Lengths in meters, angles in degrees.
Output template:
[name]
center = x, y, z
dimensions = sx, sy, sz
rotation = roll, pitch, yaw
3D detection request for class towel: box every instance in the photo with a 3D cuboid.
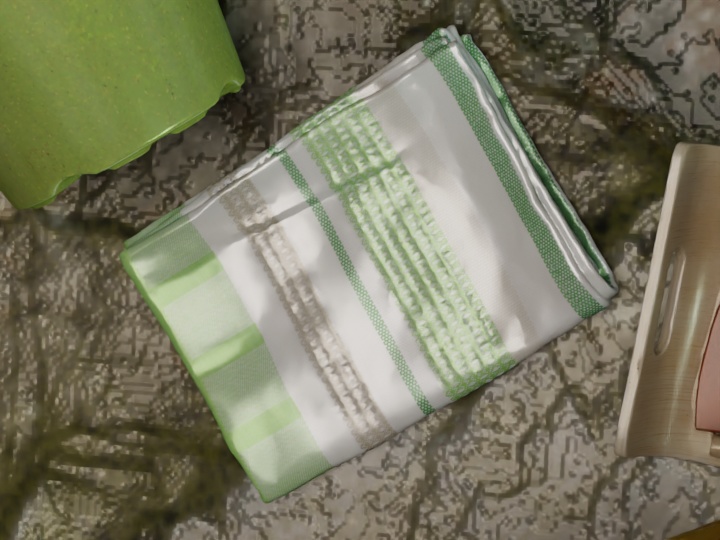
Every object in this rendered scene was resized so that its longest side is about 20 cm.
[towel]
center = 0.000, 0.000, 1.245
dimensions = 0.200, 0.031, 0.150
rotation = -32, 84, 16

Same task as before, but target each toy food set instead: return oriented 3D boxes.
[toy food set]
center = 0.221, 0.032, 1.168
dimensions = 0.199, 0.060, 0.144
rotation = 12, 97, 15

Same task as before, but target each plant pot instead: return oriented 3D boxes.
[plant pot]
center = -0.148, -0.136, 1.209
dimensions = 0.199, 0.200, 0.190
rotation = -27, 98, 16

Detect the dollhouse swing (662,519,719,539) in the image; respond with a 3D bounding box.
[dollhouse swing]
center = 0.100, 0.198, 1.141
dimensions = 0.199, 0.176, 0.182
rotation = -23, 96, 18
